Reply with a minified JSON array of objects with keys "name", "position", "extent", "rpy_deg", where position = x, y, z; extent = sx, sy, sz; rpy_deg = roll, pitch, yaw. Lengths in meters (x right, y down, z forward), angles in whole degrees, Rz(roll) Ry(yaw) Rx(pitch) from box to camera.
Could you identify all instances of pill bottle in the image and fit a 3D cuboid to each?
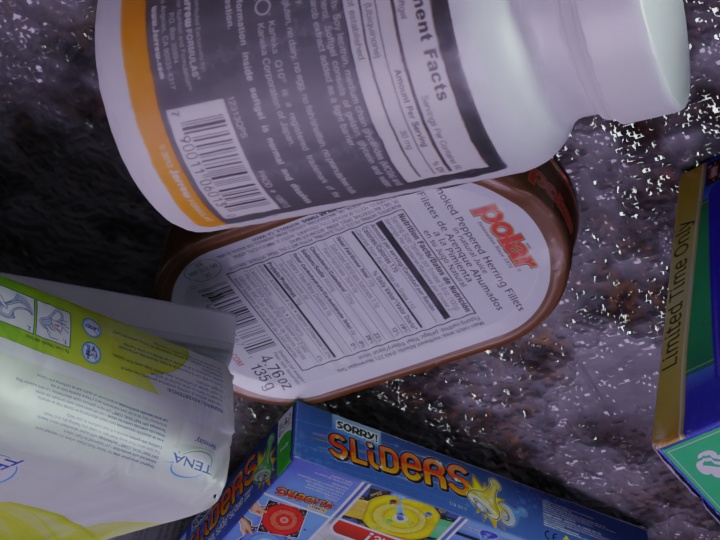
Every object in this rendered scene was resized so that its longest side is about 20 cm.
[{"name":"pill bottle","position":[0.013,-0.086,0.685],"extent":[0.199,0.117,0.117],"rpy_deg":[-11,128,19]}]

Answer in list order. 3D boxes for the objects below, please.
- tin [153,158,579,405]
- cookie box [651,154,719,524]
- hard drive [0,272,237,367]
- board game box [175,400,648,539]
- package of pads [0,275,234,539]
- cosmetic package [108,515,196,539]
[{"name":"tin","position":[0.000,0.000,0.816],"extent":[0.199,0.042,0.112],"rpy_deg":[-20,128,26]},{"name":"cookie box","position":[0.212,-0.006,0.676],"extent":[0.200,0.171,0.075],"rpy_deg":[-29,117,31]},{"name":"hard drive","position":[-0.167,0.034,0.808],"extent":[0.199,0.026,0.132],"rpy_deg":[11,155,-15]},{"name":"board game box","position":[0.023,0.145,0.915],"extent":[0.199,0.035,0.135],"rpy_deg":[22,133,-21]},{"name":"package of pads","position":[-0.165,0.069,0.769],"extent":[0.154,0.068,0.200],"rpy_deg":[24,150,-36]},{"name":"cosmetic package","position":[-0.098,0.203,0.982],"extent":[0.107,0.085,0.200],"rpy_deg":[-26,122,29]}]
